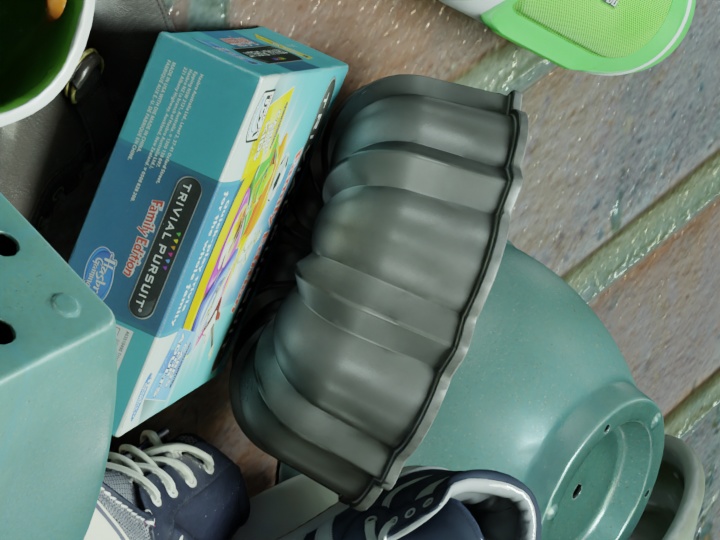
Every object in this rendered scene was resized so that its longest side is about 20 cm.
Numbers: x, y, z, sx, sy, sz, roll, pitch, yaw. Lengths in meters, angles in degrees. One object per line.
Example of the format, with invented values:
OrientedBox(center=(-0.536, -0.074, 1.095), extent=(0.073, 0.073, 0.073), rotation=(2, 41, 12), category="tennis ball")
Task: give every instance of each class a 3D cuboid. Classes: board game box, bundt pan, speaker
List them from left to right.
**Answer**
OrientedBox(center=(-0.068, -0.022, 1.215), extent=(0.200, 0.047, 0.151), rotation=(-30, 143, -79), category="board game box")
OrientedBox(center=(0.000, 0.000, 1.313), extent=(0.202, 0.076, 0.202), rotation=(-158, -90, -80), category="bundt pan")
OrientedBox(center=(0.090, -0.149, 1.401), extent=(0.200, 0.088, 0.089), rotation=(17, 99, -61), category="speaker")

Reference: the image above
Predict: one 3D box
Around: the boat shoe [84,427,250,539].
OrientedBox(center=(-0.107, 0.100, 1.317), extent=(0.093, 0.075, 0.200), rotation=(-60, 160, -18), category="boat shoe")

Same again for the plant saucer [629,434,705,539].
OrientedBox(center=(0.113, 0.172, 1.607), extent=(0.200, 0.200, 0.050), rotation=(-48, 111, -25), category="plant saucer")

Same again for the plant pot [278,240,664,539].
OrientedBox(center=(0.072, 0.091, 1.524), extent=(0.200, 0.134, 0.201), rotation=(-40, 144, -37), category="plant pot")

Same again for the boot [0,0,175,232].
OrientedBox(center=(-0.127, -0.032, 1.163), extent=(0.174, 0.069, 0.200), rotation=(-47, 148, -29), category="boot")

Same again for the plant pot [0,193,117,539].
OrientedBox(center=(-0.176, 0.064, 1.020), extent=(0.141, 0.141, 0.200), rotation=(-29, 158, -45), category="plant pot")

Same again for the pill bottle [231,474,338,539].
OrientedBox(center=(0.001, 0.201, 1.419), extent=(0.111, 0.200, 0.111), rotation=(-27, 164, -8), category="pill bottle")

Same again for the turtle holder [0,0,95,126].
OrientedBox(center=(-0.171, -0.103, 0.962), extent=(0.185, 0.132, 0.141), rotation=(15, 102, -61), category="turtle holder")

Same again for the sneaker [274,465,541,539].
OrientedBox(center=(-0.006, 0.149, 1.309), extent=(0.200, 0.108, 0.070), rotation=(-35, 104, -27), category="sneaker")
